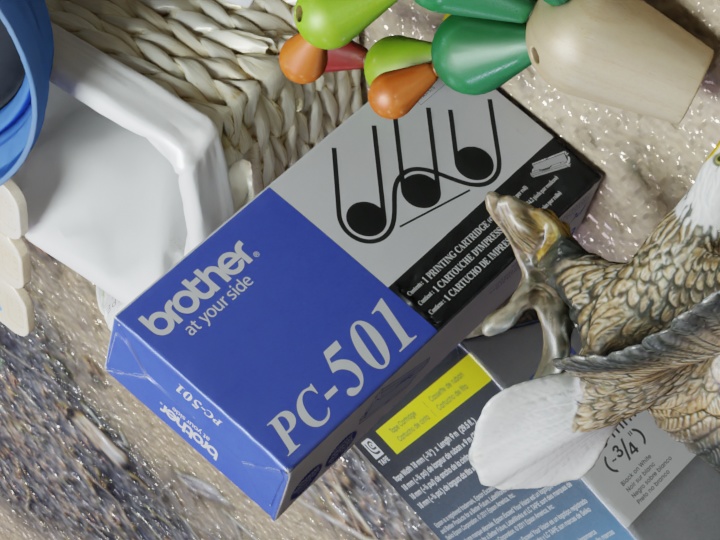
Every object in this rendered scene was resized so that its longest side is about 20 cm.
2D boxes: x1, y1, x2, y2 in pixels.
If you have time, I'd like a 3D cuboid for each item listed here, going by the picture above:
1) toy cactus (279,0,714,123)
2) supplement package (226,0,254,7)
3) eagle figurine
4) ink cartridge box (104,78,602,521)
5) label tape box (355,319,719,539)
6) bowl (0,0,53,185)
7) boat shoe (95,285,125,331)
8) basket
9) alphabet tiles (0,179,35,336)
[{"bbox_3d":[0.054,-0.109,0.893,0.164,0.102,0.200,26,145,1],"label":"toy cactus"},{"bbox_3d":[-0.060,-0.201,0.836,0.117,0.117,0.200,14,154,-12],"label":"supplement package"},{"bbox_3d":[0.135,0.015,0.864,0.200,0.151,0.152,17,124,48],"label":"eagle figurine"},{"bbox_3d":[0.000,0.000,0.953,0.094,0.200,0.044,40,149,14],"label":"ink cartridge box"},{"bbox_3d":[0.075,0.083,1.087,0.200,0.063,0.144,48,151,1],"label":"label tape box"},{"bbox_3d":[-0.218,-0.106,0.969,0.200,0.039,0.201,13,141,11],"label":"bowl"},{"bbox_3d":[-0.106,0.006,1.229,0.200,0.069,0.071,39,150,18],"label":"boat shoe"},{"bbox_3d":[-0.103,-0.082,1.072,0.200,0.123,0.136,32,147,28],"label":"basket"},{"bbox_3d":[-0.231,-0.053,1.139,0.195,0.015,0.200,38,150,20],"label":"alphabet tiles"}]
